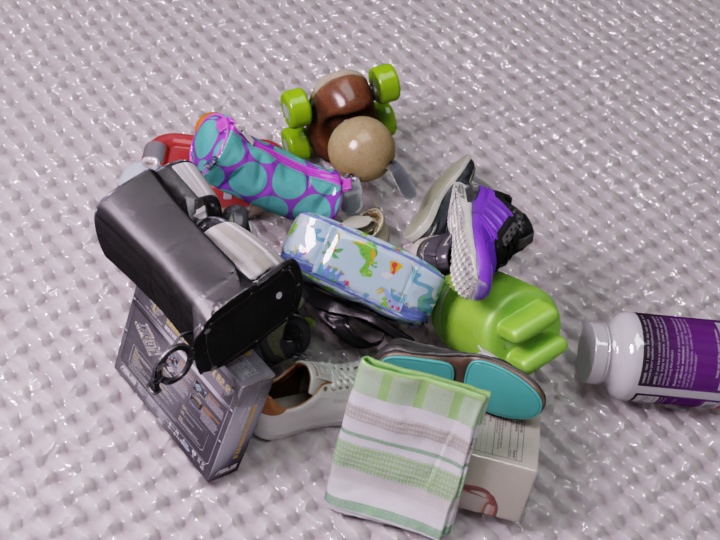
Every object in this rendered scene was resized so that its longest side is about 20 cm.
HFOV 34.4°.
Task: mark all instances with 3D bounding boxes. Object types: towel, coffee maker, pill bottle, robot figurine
[{"bbox_3d":[0.047,0.197,1.263,0.149,0.200,0.031,14,29,2],"label":"towel"},{"bbox_3d":[-0.191,-0.004,1.220,0.192,0.135,0.200,-22,54,-43],"label":"coffee maker"},{"bbox_3d":[0.380,0.112,1.464,0.199,0.113,0.113,6,47,-6],"label":"pill bottle"},{"bbox_3d":[0.165,0.061,1.431,0.116,0.176,0.200,-31,27,-18],"label":"robot figurine"}]

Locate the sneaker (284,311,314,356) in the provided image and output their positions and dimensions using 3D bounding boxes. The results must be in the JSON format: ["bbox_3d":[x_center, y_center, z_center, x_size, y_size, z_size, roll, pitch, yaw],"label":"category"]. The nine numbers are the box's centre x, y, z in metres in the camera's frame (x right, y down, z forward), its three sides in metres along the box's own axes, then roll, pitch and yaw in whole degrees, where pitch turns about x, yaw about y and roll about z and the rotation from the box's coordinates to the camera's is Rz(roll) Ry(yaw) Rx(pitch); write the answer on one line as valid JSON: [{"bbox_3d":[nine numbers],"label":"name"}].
[{"bbox_3d":[-0.156,0.077,1.439,0.199,0.072,0.083,2,20,-8],"label":"sneaker"}]

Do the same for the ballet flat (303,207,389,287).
[{"bbox_3d":[-0.043,-0.030,1.542,0.200,0.070,0.069,-27,58,-30],"label":"ballet flat"}]

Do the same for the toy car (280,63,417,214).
[{"bbox_3d":[-0.003,-0.164,1.623,0.164,0.158,0.200,-18,61,-13],"label":"toy car"}]

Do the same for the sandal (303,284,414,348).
[{"bbox_3d":[-0.029,0.061,1.469,0.200,0.075,0.048,23,87,7],"label":"sandal"}]

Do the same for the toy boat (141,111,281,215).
[{"bbox_3d":[-0.198,-0.156,1.579,0.199,0.131,0.131,5,43,-6],"label":"toy boat"}]

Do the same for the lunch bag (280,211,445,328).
[{"bbox_3d":[0.000,0.000,1.431,0.200,0.161,0.083,24,88,-6],"label":"lunch bag"}]

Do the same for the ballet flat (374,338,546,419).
[{"bbox_3d":[0.117,0.114,1.335,0.199,0.068,0.068,16,25,5],"label":"ballet flat"}]

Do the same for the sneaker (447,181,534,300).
[{"bbox_3d":[0.159,-0.038,1.378,0.099,0.070,0.200,7,38,-5],"label":"sneaker"}]

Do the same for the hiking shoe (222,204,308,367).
[{"bbox_3d":[-0.115,0.017,1.363,0.100,0.201,0.076,-10,13,-16],"label":"hiking shoe"}]

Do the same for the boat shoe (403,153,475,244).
[{"bbox_3d":[0.127,-0.088,1.632,0.066,0.074,0.199,44,40,-11],"label":"boat shoe"}]

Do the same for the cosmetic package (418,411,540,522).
[{"bbox_3d":[0.099,0.203,1.334,0.199,0.087,0.103,15,33,4],"label":"cosmetic package"}]

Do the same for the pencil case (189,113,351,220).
[{"bbox_3d":[-0.117,-0.125,1.494,0.200,0.092,0.085,23,43,-32],"label":"pencil case"}]

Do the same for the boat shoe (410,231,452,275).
[{"bbox_3d":[0.152,-0.036,1.557,0.063,0.073,0.200,-1,16,46],"label":"boat shoe"}]

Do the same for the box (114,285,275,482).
[{"bbox_3d":[-0.193,0.113,1.317,0.048,0.159,0.200,-18,52,-43],"label":"box"}]

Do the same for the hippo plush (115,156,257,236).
[{"bbox_3d":[-0.227,-0.068,1.442,0.161,0.159,0.200,50,47,-23],"label":"hippo plush"}]

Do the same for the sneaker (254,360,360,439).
[{"bbox_3d":[-0.034,0.139,1.379,0.200,0.085,0.073,-18,52,-27],"label":"sneaker"}]
